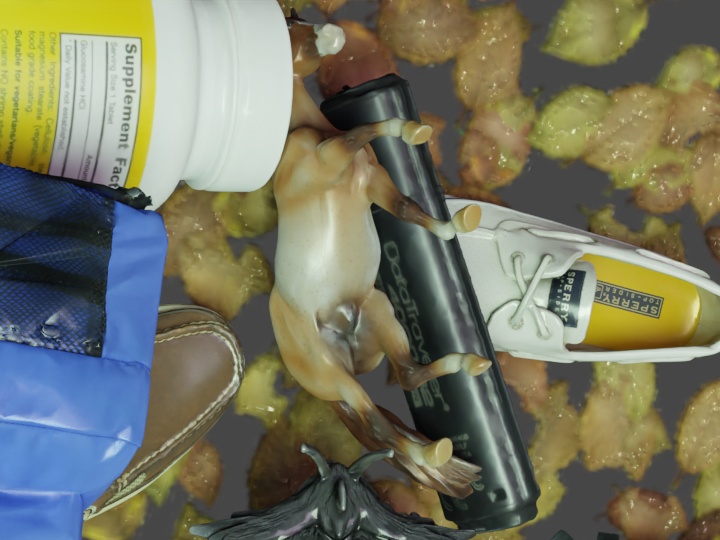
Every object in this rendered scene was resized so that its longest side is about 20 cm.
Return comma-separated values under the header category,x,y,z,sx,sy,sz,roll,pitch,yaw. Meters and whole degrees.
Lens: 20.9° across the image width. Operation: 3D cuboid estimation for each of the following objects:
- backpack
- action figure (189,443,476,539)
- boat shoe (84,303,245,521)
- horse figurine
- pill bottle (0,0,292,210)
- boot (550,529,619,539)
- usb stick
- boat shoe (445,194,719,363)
category,x,y,z,sx,sy,sz,roll,pitch,yaw
backpack,-0.184,0.036,0.652,0.200,0.163,0.168,17,54,-22
action figure,-0.020,0.144,0.839,0.119,0.102,0.200,1,116,-13
boat shoe,-0.128,0.081,0.803,0.202,0.075,0.075,-32,106,-18
horse figurine,0.000,0.000,0.793,0.050,0.133,0.200,-19,114,-32
pill bottle,-0.134,-0.076,0.766,0.200,0.112,0.113,1,94,-24
boot,0.154,0.223,0.941,0.162,0.073,0.198,0,88,-26
usb stick,0.029,0.014,0.834,0.033,0.055,0.200,-18,90,-38
boat shoe,0.081,0.009,0.889,0.200,0.070,0.071,12,89,-21
